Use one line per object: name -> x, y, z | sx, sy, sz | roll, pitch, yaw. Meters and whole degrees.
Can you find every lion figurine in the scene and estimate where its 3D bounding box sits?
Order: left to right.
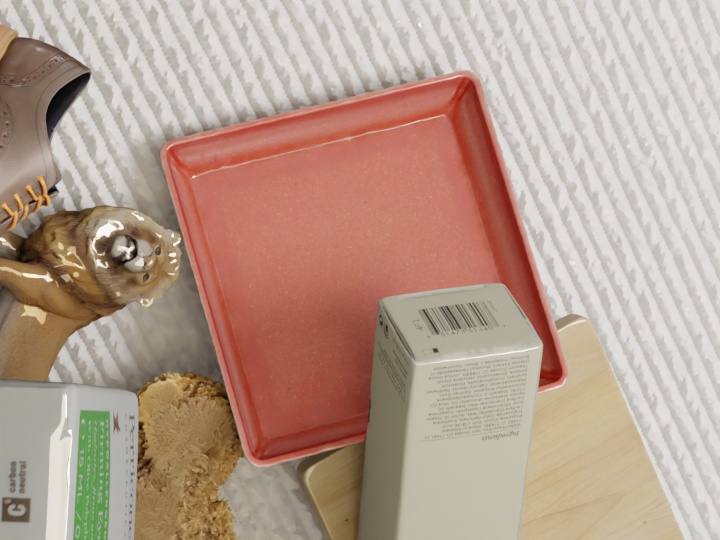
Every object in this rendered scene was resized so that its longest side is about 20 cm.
lion figurine -> -0.196, 0.040, 1.661 | 0.122, 0.072, 0.200 | 25, 105, -29

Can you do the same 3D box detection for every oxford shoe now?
oxford shoe -> -0.206, -0.046, 1.588 | 0.073, 0.071, 0.200 | 17, 65, 3

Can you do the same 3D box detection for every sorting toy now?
sorting toy -> 0.079, 0.153, 1.767 | 0.200, 0.070, 0.199 | -28, 107, -12

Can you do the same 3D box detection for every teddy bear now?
teddy bear -> -0.133, 0.148, 1.703 | 0.145, 0.067, 0.200 | 6, 104, -13

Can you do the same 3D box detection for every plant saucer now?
plant saucer -> 0.000, 0.000, 1.694 | 0.200, 0.037, 0.200 | -14, 80, -13

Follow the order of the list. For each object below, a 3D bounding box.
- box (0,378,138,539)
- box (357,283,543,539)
box -> -0.232, 0.155, 1.523 | 0.200, 0.171, 0.199 | 2, 87, 6
box -> 0.048, 0.110, 1.637 | 0.082, 0.068, 0.200 | -6, 125, -18
